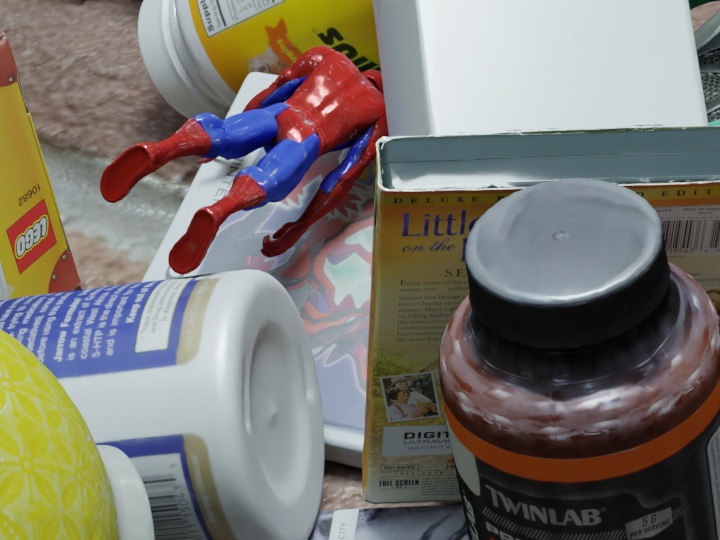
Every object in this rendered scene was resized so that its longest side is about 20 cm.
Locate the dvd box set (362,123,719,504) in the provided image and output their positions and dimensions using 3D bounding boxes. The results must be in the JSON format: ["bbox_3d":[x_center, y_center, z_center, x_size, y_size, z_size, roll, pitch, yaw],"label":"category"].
[{"bbox_3d":[0.074,0.021,1.171,0.145,0.201,0.030,-3,51,-3],"label":"dvd box set"}]

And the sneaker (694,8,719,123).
[{"bbox_3d":[0.199,-0.080,1.386,0.199,0.077,0.114,-37,45,-23],"label":"sneaker"}]

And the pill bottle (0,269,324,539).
[{"bbox_3d":[-0.125,0.069,1.247,0.199,0.120,0.120,-6,38,17],"label":"pill bottle"}]

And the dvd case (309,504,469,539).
[{"bbox_3d":[0.070,0.146,1.184,0.199,0.016,0.149,-4,39,12],"label":"dvd case"}]

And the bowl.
[{"bbox_3d":[-0.141,0.107,1.129,0.107,0.201,0.200,0,30,-30],"label":"bowl"}]

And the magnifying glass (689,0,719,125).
[{"bbox_3d":[0.150,-0.040,1.313,0.079,0.022,0.201,-7,68,27],"label":"magnifying glass"}]

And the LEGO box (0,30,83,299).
[{"bbox_3d":[-0.230,-0.003,1.348,0.077,0.150,0.200,19,47,35],"label":"LEGO box"}]

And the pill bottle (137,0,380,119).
[{"bbox_3d":[-0.013,-0.137,1.445,0.199,0.109,0.109,-21,27,40],"label":"pill bottle"}]

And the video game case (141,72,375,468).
[{"bbox_3d":[0.000,0.000,1.341,0.199,0.023,0.183,11,61,27],"label":"video game case"}]

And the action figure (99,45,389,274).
[{"bbox_3d":[-0.051,-0.039,1.310,0.065,0.099,0.200,47,36,7],"label":"action figure"}]

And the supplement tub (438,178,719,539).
[{"bbox_3d":[0.086,0.066,1.103,0.106,0.201,0.107,-8,38,6],"label":"supplement tub"}]

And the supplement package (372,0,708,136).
[{"bbox_3d":[0.073,-0.080,1.261,0.116,0.117,0.201,-3,68,-8],"label":"supplement package"}]
